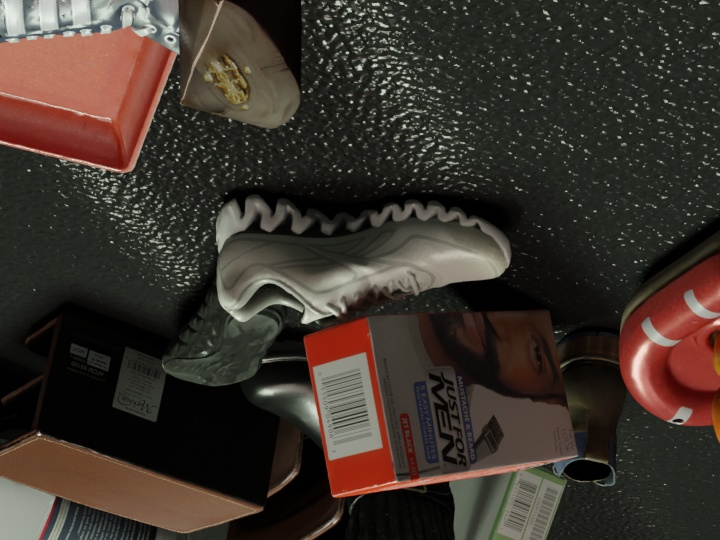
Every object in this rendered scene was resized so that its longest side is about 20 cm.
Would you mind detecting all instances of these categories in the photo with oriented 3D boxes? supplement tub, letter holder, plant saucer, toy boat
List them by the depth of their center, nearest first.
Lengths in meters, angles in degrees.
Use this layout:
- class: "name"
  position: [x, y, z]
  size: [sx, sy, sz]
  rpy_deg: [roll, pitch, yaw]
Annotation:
- class: "plant saucer"
  position: [-0.208, -0.137, 1.074]
  size: [0.199, 0.037, 0.200]
  rpy_deg: [14, 152, -11]
- class: "toy boat"
  position: [0.252, 0.060, 1.234]
  size: [0.130, 0.131, 0.200]
  rpy_deg: [17, 152, -17]
- class: "letter holder"
  position: [-0.188, 0.130, 1.508]
  size: [0.200, 0.101, 0.142]
  rpy_deg: [22, 152, -26]
- class: "letter holder"
  position: [-0.063, 0.200, 1.580]
  size: [0.100, 0.143, 0.200]
  rpy_deg: [21, 151, -26]
- class: "supplement tub"
  position: [-0.259, 0.237, 1.709]
  size: [0.200, 0.141, 0.140]
  rpy_deg: [28, 147, -34]

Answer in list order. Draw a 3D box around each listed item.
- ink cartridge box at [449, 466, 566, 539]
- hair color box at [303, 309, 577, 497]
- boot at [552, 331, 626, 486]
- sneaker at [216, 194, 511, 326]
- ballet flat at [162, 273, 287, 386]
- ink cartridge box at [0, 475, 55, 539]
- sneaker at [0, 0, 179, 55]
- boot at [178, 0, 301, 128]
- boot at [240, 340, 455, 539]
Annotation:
- class: "ink cartridge box"
  position: [0.090, 0.224, 1.520]
  size: [0.048, 0.146, 0.200]
  rpy_deg: [22, 170, -11]
- class: "hair color box"
  position: [0.058, 0.087, 1.282]
  size: [0.064, 0.111, 0.200]
  rpy_deg: [-18, 169, 39]
- class: "boot"
  position: [0.155, 0.128, 1.430]
  size: [0.074, 0.097, 0.200]
  rpy_deg: [9, 153, -3]
- class: "sneaker"
  position: [0.000, 0.000, 1.241]
  size: [0.199, 0.081, 0.075]
  rpy_deg: [0, 151, 11]
- class: "ballet flat"
  position: [-0.096, 0.041, 1.378]
  size: [0.066, 0.057, 0.200]
  rpy_deg: [13, 155, -19]
- class: "ink cartridge box"
  position: [-0.370, 0.174, 1.587]
  size: [0.146, 0.086, 0.200]
  rpy_deg: [28, 177, -35]
- class: "sneaker"
  position: [-0.143, -0.139, 0.956]
  size: [0.200, 0.070, 0.109]
  rpy_deg: [-27, 129, 21]
- class: "boot"
  position: [-0.055, -0.176, 0.771]
  size: [0.064, 0.200, 0.186]
  rpy_deg: [-2, 152, 17]
- class: "boot"
  position: [-0.009, 0.150, 1.450]
  size: [0.211, 0.158, 0.079]
  rpy_deg: [20, 151, -22]
